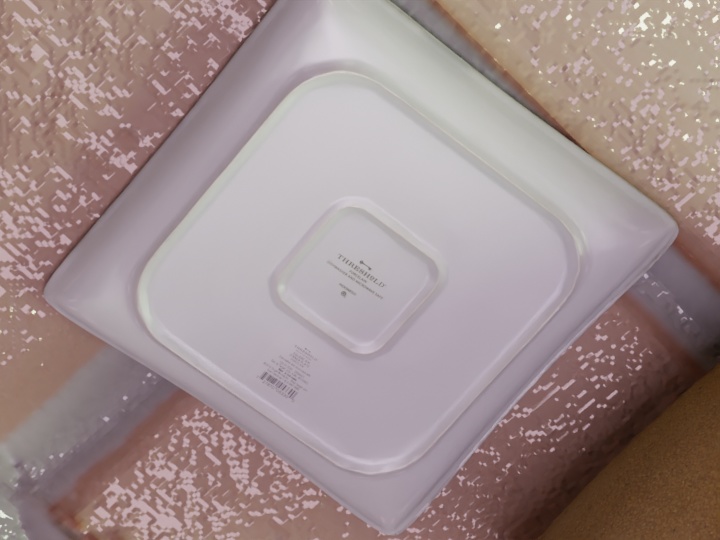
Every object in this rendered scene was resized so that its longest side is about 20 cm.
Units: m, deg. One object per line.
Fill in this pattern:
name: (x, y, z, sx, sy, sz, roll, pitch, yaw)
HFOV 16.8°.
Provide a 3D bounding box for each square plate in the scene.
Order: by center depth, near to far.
square plate: (0.000, 0.000, 1.033, 0.200, 0.028, 0.198, 36, 109, -16)

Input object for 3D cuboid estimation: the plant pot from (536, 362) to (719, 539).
plant pot: (0.179, 0.112, 1.025, 0.186, 0.186, 0.200, 30, 96, -14)
